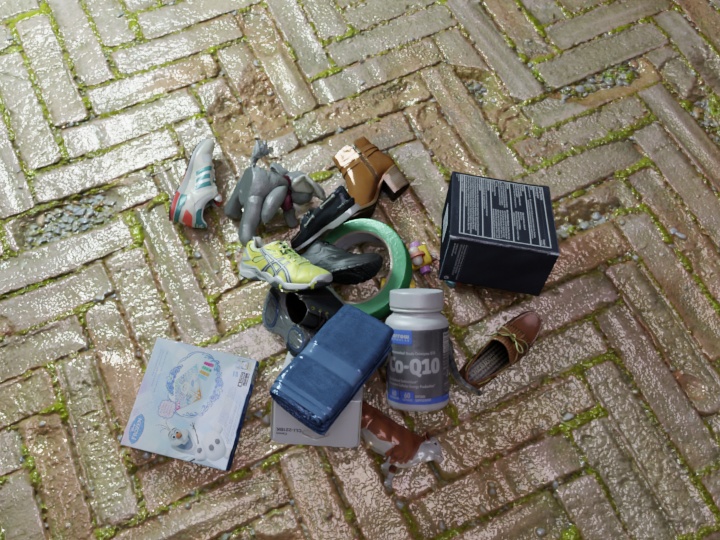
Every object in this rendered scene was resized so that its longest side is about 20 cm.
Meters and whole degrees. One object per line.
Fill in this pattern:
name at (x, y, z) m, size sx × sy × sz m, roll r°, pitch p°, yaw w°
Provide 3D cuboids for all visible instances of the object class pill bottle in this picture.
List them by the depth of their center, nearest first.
pill bottle at (0.100, 0.135, 0.968) m, size 0.113 × 0.114 × 0.202 m, roll -1°, pitch 93°, yaw -1°

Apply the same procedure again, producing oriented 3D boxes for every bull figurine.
bull figurine at (0.047, 0.309, 0.978) m, size 0.199 × 0.065 × 0.121 m, roll 28°, pitch 40°, yaw 16°

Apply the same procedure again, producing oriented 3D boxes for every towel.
towel at (-0.041, 0.147, 0.851) m, size 0.111 × 0.049 × 0.200 m, roll 31°, pitch 56°, yaw 19°

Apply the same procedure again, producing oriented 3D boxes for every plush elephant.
plush elephant at (-0.165, -0.151, 1.106) m, size 0.154 × 0.165 × 0.201 m, roll 11°, pitch 108°, yaw -33°

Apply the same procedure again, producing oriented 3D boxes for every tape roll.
tape roll at (0.000, 0.000, 1.065) m, size 0.199 × 0.048 × 0.202 m, roll -8°, pitch 68°, yaw 20°

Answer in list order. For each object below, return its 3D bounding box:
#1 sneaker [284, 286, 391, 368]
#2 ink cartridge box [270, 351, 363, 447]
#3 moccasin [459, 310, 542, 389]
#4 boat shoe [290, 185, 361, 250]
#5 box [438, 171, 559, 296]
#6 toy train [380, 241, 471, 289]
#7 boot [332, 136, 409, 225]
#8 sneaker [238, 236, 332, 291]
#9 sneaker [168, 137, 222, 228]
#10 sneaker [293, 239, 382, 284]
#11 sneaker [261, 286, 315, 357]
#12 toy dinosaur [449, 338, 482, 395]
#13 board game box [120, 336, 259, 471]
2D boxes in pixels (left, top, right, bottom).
sneaker at (-0.044, 0.104, 0.946) m, size 0.200 × 0.106 × 0.075 m, roll 39°, pitch 111°, yaw 24°
ink cartridge box at (-0.067, 0.209, 0.943) m, size 0.143 × 0.200 × 0.085 m, roll 3°, pitch 106°, yaw 0°
moccasin at (0.268, 0.147, 1.038) m, size 0.201 × 0.078 × 0.074 m, roll -33°, pitch 75°, yaw -11°
boat shoe at (-0.079, -0.099, 1.065) m, size 0.061 × 0.199 × 0.076 m, roll 55°, pitch 38°, yaw -5°
box at (0.260, -0.073, 1.058) m, size 0.196 × 0.124 × 0.201 m, roll 9°, pitch 47°, yaw 3°
toy train at (0.130, 0.019, 1.092) m, size 0.150 × 0.056 × 0.200 m, roll 41°, pitch 75°, yaw 12°
boot at (-0.014, -0.185, 1.153) m, size 0.199 × 0.074 × 0.155 m, roll -35°, pitch 75°, yaw -23°
sneaker at (-0.138, -0.011, 0.975) m, size 0.199 × 0.075 × 0.077 m, roll 12°, pitch 100°, yaw 28°
sneaker at (-0.329, -0.179, 1.155) m, size 0.093 × 0.070 × 0.201 m, roll 21°, pitch 69°, yaw -12°
sneaker at (-0.055, -0.019, 1.027) m, size 0.198 × 0.076 × 0.092 m, roll -8°, pitch 65°, yaw 18°
sneaker at (-0.121, 0.100, 1.038) m, size 0.200 × 0.087 × 0.075 m, roll 44°, pitch 115°, yaw 41°
toy dinosaur at (0.150, 0.161, 1.028) m, size 0.047 × 0.088 × 0.201 m, roll 3°, pitch 52°, yaw -39°
board game box at (-0.310, 0.244, 1.014) m, size 0.197 × 0.043 × 0.202 m, roll 13°, pitch 72°, yaw 3°
